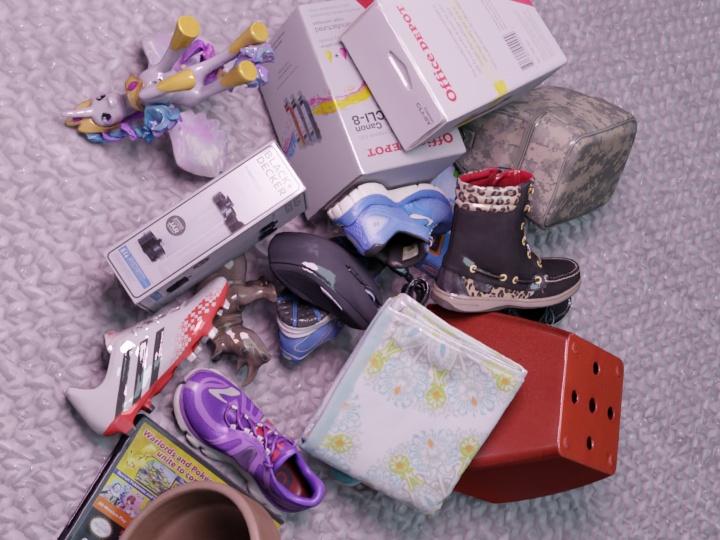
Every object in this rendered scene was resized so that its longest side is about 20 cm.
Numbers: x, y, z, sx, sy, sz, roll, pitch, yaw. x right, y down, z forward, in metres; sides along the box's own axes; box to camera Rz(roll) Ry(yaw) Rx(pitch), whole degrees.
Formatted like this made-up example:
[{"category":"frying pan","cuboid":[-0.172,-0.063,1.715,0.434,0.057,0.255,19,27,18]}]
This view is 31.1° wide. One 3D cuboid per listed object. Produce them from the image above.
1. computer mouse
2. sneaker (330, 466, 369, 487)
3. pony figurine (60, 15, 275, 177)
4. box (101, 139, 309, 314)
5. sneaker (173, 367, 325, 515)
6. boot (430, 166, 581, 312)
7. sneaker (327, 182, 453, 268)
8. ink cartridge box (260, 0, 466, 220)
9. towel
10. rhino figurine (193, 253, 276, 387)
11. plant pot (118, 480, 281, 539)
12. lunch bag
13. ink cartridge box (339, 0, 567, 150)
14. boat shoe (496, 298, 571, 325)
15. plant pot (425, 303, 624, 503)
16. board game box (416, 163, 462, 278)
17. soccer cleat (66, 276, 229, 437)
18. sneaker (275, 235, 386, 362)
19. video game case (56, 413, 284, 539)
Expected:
[{"category":"computer mouse","cuboid":[0.000,0.000,1.386,0.200,0.046,0.141,38,44,-15]},{"category":"sneaker","cuboid":[0.029,0.156,1.465,0.091,0.077,0.201,33,68,-41]},{"category":"pony figurine","cuboid":[-0.183,-0.188,1.320,0.193,0.200,0.167,-9,79,-52]},{"category":"box","cuboid":[-0.148,-0.041,1.283,0.200,0.117,0.060,-34,85,-6]},{"category":"sneaker","cuboid":[-0.108,0.174,1.346,0.200,0.083,0.081,45,59,-19]},{"category":"boot","cuboid":[0.174,-0.037,1.450,0.199,0.073,0.151,-5,114,-27]},{"category":"sneaker","cuboid":[0.044,-0.041,1.409,0.200,0.078,0.089,-7,66,-55]},{"category":"ink cartridge box","cuboid":[-0.003,-0.179,1.425,0.145,0.145,0.201,-15,80,-31]},{"category":"towel","cuboid":[0.055,0.142,1.351,0.171,0.048,0.200,30,103,-10]},{"category":"rhino figurine","cuboid":[-0.136,0.023,1.367,0.087,0.060,0.201,-6,85,-12]},{"category":"plant pot","cuboid":[-0.122,0.323,1.229,0.175,0.200,0.201,40,59,-43]},{"category":"lunch bag","cuboid":[0.218,-0.152,1.575,0.200,0.167,0.140,-22,138,-50]},{"category":"ink cartridge box","cuboid":[0.098,-0.233,1.364,0.200,0.083,0.146,-29,87,-37]},{"category":"boat shoe","cuboid":[0.211,0.037,1.596,0.200,0.062,0.075,8,81,-51]},{"category":"plant pot","cuboid":[0.189,0.155,1.472,0.200,0.176,0.201,26,66,-48]},{"category":"board game box","cuboid":[0.079,-0.084,1.558,0.200,0.037,0.152,32,64,-27]},{"category":"soccer cleat","cuboid":[-0.208,0.074,1.285,0.085,0.069,0.200,39,75,-7]},{"category":"sneaker","cuboid":[-0.036,0.027,1.443,0.076,0.077,0.200,27,40,20]},{"category":"video game case","cuboid":[-0.194,0.276,1.301,0.200,0.025,0.181,41,61,-21]}]
